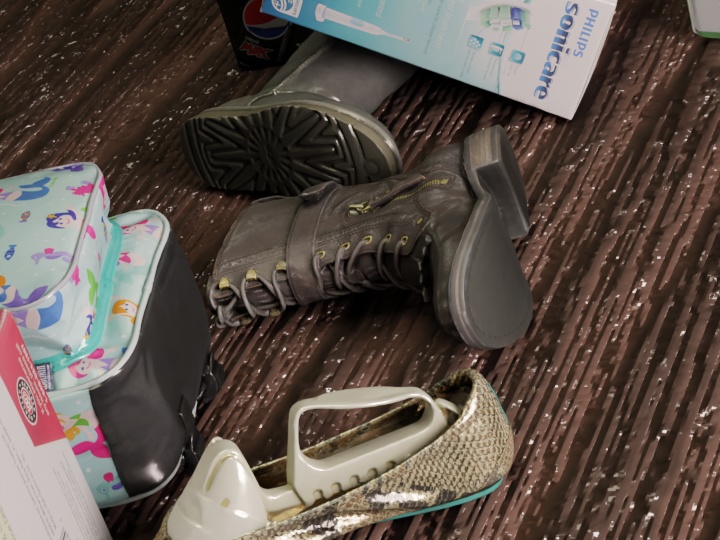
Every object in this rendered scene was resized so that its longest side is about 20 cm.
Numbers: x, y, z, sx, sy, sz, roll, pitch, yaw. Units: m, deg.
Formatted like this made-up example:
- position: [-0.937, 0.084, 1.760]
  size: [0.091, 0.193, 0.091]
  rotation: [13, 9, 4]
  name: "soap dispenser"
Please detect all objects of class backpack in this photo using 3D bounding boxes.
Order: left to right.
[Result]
- position: [-0.189, 0.046, 1.169]
  size: [0.199, 0.151, 0.178]
  rotation: [-17, 27, 13]
  name: "backpack"

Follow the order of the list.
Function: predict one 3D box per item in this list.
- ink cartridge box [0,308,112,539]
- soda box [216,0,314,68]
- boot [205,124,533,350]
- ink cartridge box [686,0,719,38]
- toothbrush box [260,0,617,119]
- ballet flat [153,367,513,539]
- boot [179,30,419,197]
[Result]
- position: [-0.180, 0.136, 1.001]
  size: [0.083, 0.146, 0.200]
  rotation: [-12, 30, 11]
  name: "ink cartridge box"
- position: [-0.038, -0.217, 1.606]
  size: [0.070, 0.064, 0.200]
  rotation: [-7, 31, 19]
  name: "soda box"
- position: [0.000, 0.000, 1.231]
  size: [0.173, 0.070, 0.200]
  rotation: [-16, 25, 14]
  name: "boot"
- position: [0.302, -0.217, 1.397]
  size: [0.146, 0.084, 0.200]
  rotation: [8, 37, 37]
  name: "ink cartridge box"
- position: [0.057, -0.189, 1.398]
  size: [0.199, 0.086, 0.147]
  rotation: [21, 35, 1]
  name: "toothbrush box"
- position: [-0.026, 0.095, 1.057]
  size: [0.199, 0.076, 0.068]
  rotation: [-23, 30, -9]
  name: "ballet flat"
- position: [0.008, -0.114, 1.416]
  size: [0.181, 0.073, 0.200]
  rotation: [14, 36, 41]
  name: "boot"
